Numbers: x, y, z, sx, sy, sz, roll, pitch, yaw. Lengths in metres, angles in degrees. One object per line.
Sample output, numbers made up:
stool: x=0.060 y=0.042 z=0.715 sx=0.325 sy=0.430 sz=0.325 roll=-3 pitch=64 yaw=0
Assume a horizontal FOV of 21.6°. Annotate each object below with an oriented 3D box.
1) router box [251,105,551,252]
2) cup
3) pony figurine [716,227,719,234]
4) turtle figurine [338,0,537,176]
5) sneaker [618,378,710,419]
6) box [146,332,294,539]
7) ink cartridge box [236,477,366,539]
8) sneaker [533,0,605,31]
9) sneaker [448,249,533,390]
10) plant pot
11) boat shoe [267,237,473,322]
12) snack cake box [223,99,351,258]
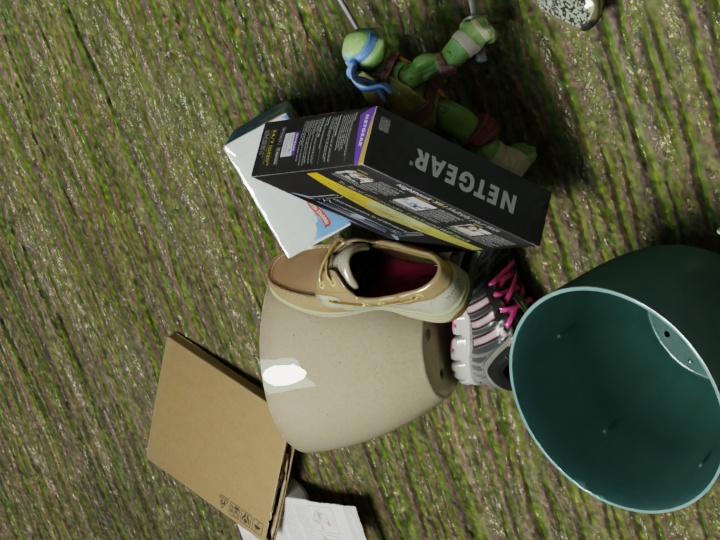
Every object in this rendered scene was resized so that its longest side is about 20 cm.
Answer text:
router box: x=0.034 y=-0.072 z=1.572 sx=0.199 sy=0.053 sz=0.157 roll=23 pitch=165 yaw=-35
cup: x=0.013 y=0.071 z=1.777 sx=0.142 sy=0.200 sz=0.201 roll=-2 pitch=118 yaw=24
pony figurine: x=0.350 y=-0.083 z=1.367 sx=0.199 sy=0.167 sz=0.194 roll=5 pitch=130 yaw=24
turtle figurine: x=0.069 y=-0.171 z=1.618 sx=0.143 sy=0.201 sz=0.194 roll=-27 pitch=124 yaw=22
sneaker: x=0.237 y=0.122 z=1.661 sx=0.199 sy=0.080 sz=0.071 roll=26 pitch=132 yaw=27
box: x=-0.155 y=0.185 z=2.094 sx=0.199 sy=0.021 sz=0.164 roll=30 pitch=120 yaw=33
ink cartridge box: x=-0.045 y=0.310 z=2.102 sx=0.199 sy=0.050 sz=0.162 roll=-1 pitch=116 yaw=40
sneaker: x=0.111 y=-0.262 z=1.499 sx=0.200 sy=0.088 sz=0.077 roll=50 pitch=140 yaw=4
sneaker: x=0.131 y=0.032 z=1.708 sx=0.087 sy=0.074 sz=0.201 roll=20 pitch=132 yaw=28
plant pot: x=0.247 y=0.070 z=1.543 sx=0.200 sy=0.161 sz=0.202 roll=22 pitch=128 yaw=31
boat shoe: x=0.000 y=0.000 z=1.667 sx=0.199 sy=0.074 sz=0.066 roll=2 pitch=156 yaw=26
snack cake box: x=-0.066 y=-0.088 z=1.726 sx=0.116 sy=0.067 sz=0.200 roll=61 pitch=-177 yaw=-9
